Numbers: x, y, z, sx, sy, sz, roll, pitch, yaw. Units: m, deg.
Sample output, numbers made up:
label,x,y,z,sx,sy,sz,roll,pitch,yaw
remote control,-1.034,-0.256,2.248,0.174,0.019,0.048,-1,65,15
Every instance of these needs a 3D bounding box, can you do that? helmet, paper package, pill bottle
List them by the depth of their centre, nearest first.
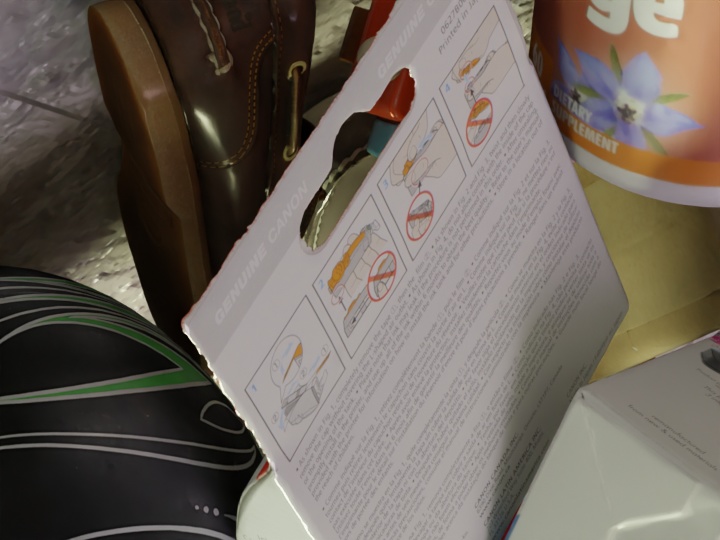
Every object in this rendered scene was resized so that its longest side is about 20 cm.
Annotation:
label,x,y,z,sx,sy,sz,roll,pitch,yaw
pill bottle,0.113,-0.127,0.731,0.112,0.112,0.200,-24,138,-26
helmet,-0.119,0.095,0.778,0.190,0.200,0.200,-25,156,-22
paper package,0.165,-0.045,0.950,0.200,0.104,0.191,-25,177,-25

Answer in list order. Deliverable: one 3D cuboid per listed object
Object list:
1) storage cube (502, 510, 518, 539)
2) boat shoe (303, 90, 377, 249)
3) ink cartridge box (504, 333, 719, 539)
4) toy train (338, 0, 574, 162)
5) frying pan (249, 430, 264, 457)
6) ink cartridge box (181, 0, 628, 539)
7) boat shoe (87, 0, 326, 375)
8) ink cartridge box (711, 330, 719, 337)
label,x,y,z,sx,sy,sz,roll,pitch,yaw
storage cube,0.083,0.132,1.148,0.171,0.180,0.200,-31,156,-11
boat shoe,0.000,0.000,0.924,0.072,0.060,0.200,-28,157,-15
ink cartridge box,0.126,0.085,0.834,0.200,0.068,0.115,-14,135,-54
toy train,0.015,-0.010,0.827,0.150,0.056,0.201,-1,108,-55
frying pan,-0.067,0.092,0.987,0.190,0.031,0.115,-24,149,33
ink cartridge box,0.008,0.010,0.732,0.161,0.050,0.200,-58,142,-24
boat shoe,-0.042,-0.029,0.790,0.070,0.071,0.200,-25,156,-15
ink cartridge box,0.168,0.129,0.995,0.116,0.067,0.200,-38,127,3
